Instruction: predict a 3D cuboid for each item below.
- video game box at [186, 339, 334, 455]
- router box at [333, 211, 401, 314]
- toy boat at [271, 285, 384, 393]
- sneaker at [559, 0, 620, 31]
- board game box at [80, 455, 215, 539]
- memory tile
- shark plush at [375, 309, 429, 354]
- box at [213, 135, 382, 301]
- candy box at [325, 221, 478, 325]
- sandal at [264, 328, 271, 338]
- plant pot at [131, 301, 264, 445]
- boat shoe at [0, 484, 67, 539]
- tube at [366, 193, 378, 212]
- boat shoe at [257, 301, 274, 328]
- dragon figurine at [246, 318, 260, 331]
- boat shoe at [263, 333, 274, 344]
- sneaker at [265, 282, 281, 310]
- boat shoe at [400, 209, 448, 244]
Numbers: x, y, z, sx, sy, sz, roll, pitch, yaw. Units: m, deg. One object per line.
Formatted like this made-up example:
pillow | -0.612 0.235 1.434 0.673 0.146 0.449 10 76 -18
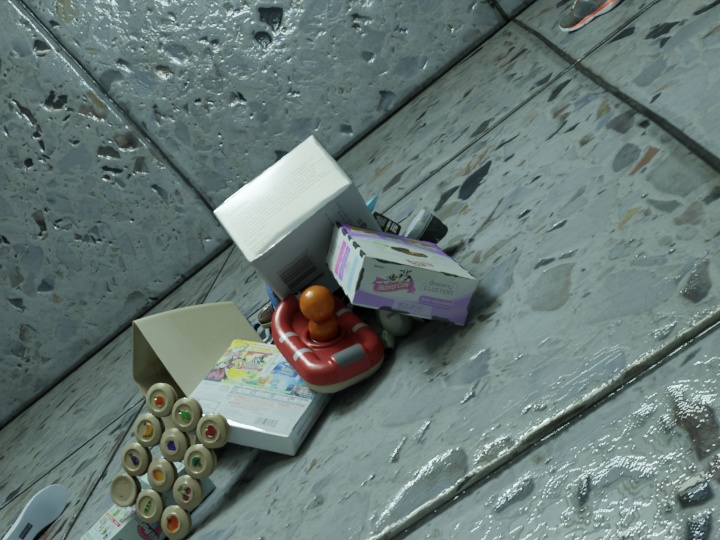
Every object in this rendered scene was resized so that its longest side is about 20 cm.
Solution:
video game box | -0.147 0.186 1.423 0.199 0.047 0.182 7 39 26
router box | 0.000 0.000 1.676 0.150 0.062 0.200 -59 4 25
toy boat | -0.057 0.080 1.394 0.130 0.131 0.200 -23 34 -20
sneaker | 0.568 -0.672 2.374 0.200 0.082 0.077 -22 22 53
board game box | -0.335 0.380 1.481 0.200 0.064 0.147 -44 13 -20
memory tile | -0.281 0.277 1.379 0.017 0.153 0.201 7 -73 -65
shark plush | 0.048 0.046 1.453 0.091 0.083 0.200 -38 13 12
box | -0.087 -0.065 1.485 0.200 0.199 0.131 -38 57 -2
candy box | 0.052 0.001 1.344 0.200 0.167 0.072 -127 51 -70
sandal | -0.149 0.109 1.845 0.048 0.076 0.201 -19 18 10
plant pot | -0.259 0.170 1.606 0.177 0.200 0.200 -27 -25 -29
boat shoe | -0.700 0.538 1.994 0.066 0.070 0.200 -23 29 48
tube | -0.022 -0.070 1.702 0.078 0.050 0.200 -57 5 -30
boat shoe | -0.122 0.022 1.720 0.200 0.072 0.072 -40 18 15
dragon figurine | -0.209 0.136 1.810 0.059 0.100 0.200 -27 0 0
boat shoe | -0.128 0.118 1.740 0.200 0.074 0.060 -43 19 -27
sneaker | -0.114 0.074 1.611 0.074 0.200 0.082 -18 -16 -27
boat shoe | 0.090 -0.034 1.650 0.069 0.057 0.200 -62 5 -33
